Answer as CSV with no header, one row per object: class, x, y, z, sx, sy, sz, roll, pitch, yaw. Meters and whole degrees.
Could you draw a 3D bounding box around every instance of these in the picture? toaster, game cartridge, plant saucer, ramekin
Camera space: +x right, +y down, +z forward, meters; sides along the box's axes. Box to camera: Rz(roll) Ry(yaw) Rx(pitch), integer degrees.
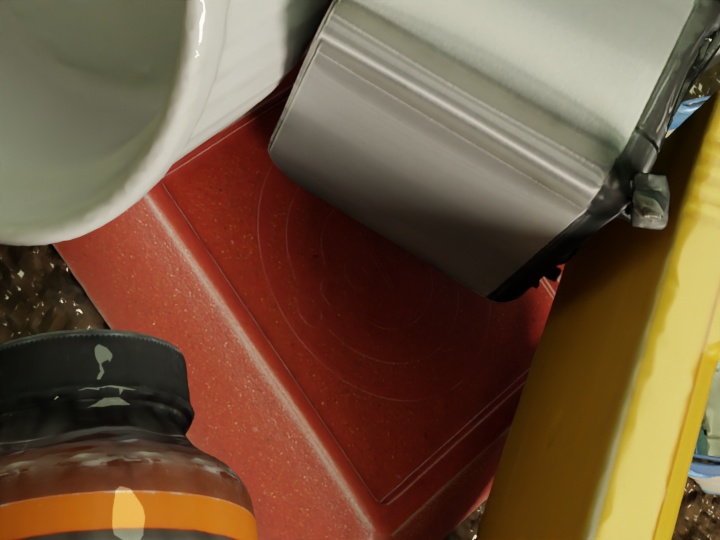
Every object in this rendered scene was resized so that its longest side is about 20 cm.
toaster,0.062,-0.099,0.730,0.118,0.200,0.182,27,77,-3
game cartridge,0.078,0.058,0.726,0.032,0.176,0.201,21,74,-4
plant saucer,0.000,0.000,0.818,0.199,0.037,0.201,-37,93,-43
ramekin,-0.102,-0.118,0.691,0.098,0.200,0.201,-32,90,-50

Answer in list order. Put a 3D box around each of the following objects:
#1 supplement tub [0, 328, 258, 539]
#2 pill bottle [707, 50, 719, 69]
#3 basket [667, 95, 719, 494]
supplement tub,-0.079,0.123,0.650,0.106,0.107,0.202,9,63,-35
pill bottle,0.078,-0.166,0.902,0.119,0.119,0.201,-18,82,-42
basket,0.162,-0.002,0.835,0.200,0.138,0.178,43,47,-62
